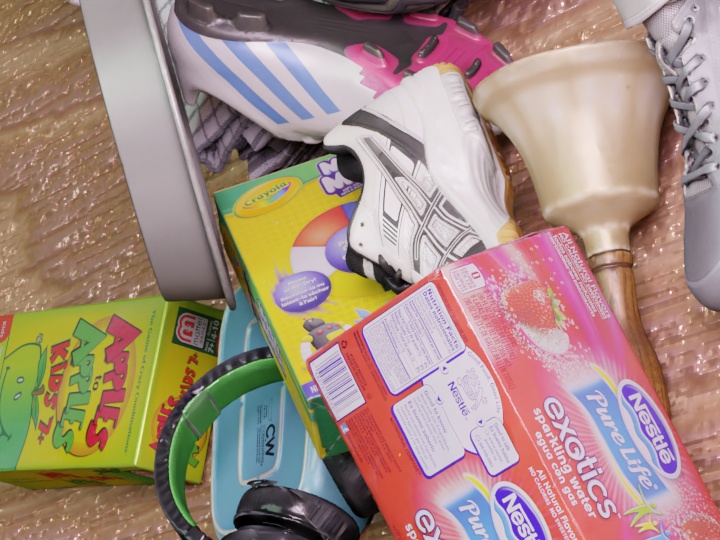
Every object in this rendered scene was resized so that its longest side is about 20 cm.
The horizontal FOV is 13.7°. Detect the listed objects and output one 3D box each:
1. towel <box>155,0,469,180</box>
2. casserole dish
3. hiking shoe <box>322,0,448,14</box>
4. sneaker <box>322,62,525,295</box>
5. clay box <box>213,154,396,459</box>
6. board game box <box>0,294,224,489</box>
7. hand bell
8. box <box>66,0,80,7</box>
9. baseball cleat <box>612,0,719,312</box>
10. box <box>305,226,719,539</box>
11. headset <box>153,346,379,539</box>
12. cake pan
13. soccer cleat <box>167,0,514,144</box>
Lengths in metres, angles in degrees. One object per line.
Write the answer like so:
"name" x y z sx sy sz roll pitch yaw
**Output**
"towel" -0.026 -0.162 1.668 0.200 0.086 0.166 -47 44 34
"casserole dish" -0.039 0.072 1.609 0.121 0.039 0.200 -27 54 48
"hiking shoe" 0.047 -0.186 1.488 0.200 0.101 0.076 -10 65 18
"sneaker" 0.041 -0.002 1.431 0.088 0.076 0.200 -24 54 8
"clay box" 0.000 0.000 1.521 0.200 0.115 0.048 -117 11 -47
"board game box" -0.157 0.074 1.772 0.200 0.048 0.102 -7 68 54
"hand bell" 0.119 0.004 1.393 0.104 0.104 0.200 -27 66 47
"box" -0.143 -0.243 1.856 0.200 0.106 0.152 37 105 56
"baseball cleat" 0.151 -0.084 1.346 0.070 0.106 0.200 -30 44 63
"box" 0.077 0.095 1.299 0.100 0.095 0.200 -36 78 41
"headset" -0.019 0.107 1.489 0.200 0.094 0.124 30 73 30
"cake pan" -0.107 -0.071 1.555 0.200 0.037 0.200 165 90 -88
"soccer cleat" -0.006 -0.099 1.562 0.086 0.200 0.070 94 -160 -44
